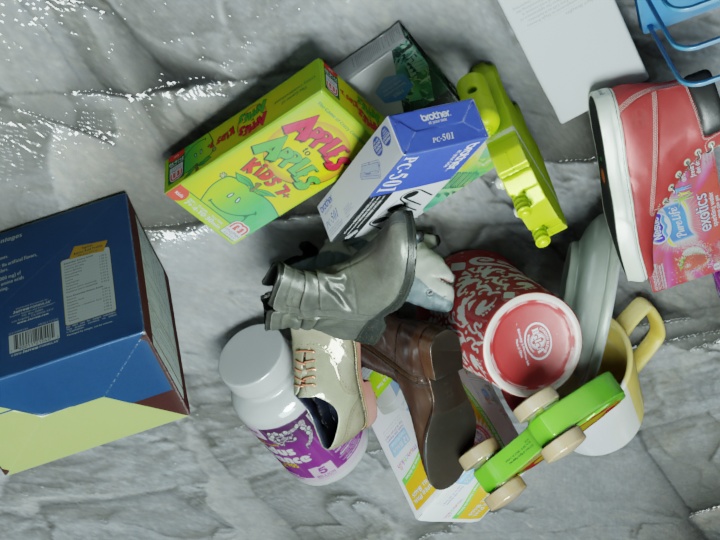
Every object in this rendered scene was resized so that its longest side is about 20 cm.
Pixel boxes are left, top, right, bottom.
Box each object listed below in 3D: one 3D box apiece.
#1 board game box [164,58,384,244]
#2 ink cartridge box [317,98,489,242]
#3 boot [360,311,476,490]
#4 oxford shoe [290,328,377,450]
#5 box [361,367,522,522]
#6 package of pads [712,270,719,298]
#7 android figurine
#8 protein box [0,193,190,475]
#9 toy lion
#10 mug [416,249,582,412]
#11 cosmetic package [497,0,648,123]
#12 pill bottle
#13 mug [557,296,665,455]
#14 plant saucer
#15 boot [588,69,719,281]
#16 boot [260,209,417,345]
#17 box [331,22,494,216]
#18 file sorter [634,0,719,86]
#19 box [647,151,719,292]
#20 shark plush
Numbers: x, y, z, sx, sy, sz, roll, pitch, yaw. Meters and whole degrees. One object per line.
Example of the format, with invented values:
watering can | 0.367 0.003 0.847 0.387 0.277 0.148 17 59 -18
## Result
board game box | -0.084 -0.112 1.478 0.199 0.048 0.101 -30 132 25
ink cartridge box | 0.036 -0.092 1.453 0.094 0.044 0.200 -14 163 -27
boot | 0.041 0.121 1.651 0.064 0.200 0.188 -10 107 -31
oxford shoe | -0.042 0.099 1.627 0.071 0.074 0.201 -4 116 43
box | 0.090 0.171 1.719 0.101 0.201 0.113 9 132 -40
package of pads | 0.452 0.027 1.748 0.075 0.121 0.200 -22 135 7
android figurine | 0.149 -0.109 1.479 0.041 0.201 0.182 -24 137 14
protein box | -0.293 0.061 1.518 0.197 0.201 0.135 -18 135 2
toy lion | 0.208 0.160 1.576 0.191 0.069 0.200 -26 164 -35
mug | 0.166 0.070 1.617 0.177 0.200 0.134 38 89 -16
cosmetic package | 0.192 -0.245 1.451 0.101 0.074 0.200 -26 136 9
pill bottle | -0.078 0.150 1.725 0.112 0.113 0.200 -26 134 10
mug | 0.284 0.139 1.799 0.186 0.150 0.153 -21 143 14
plant saucer | 0.243 0.024 1.649 0.050 0.201 0.201 10 133 3
boot | 0.308 -0.091 1.492 0.143 0.072 0.201 -10 110 -1
boot | -0.025 0.010 1.511 0.130 0.068 0.200 7 142 -16
box | 0.038 -0.140 1.533 0.144 0.036 0.200 -33 133 17
file sorter | 0.327 -0.290 1.409 0.138 0.123 0.200 -19 135 4
box | 0.325 -0.086 1.620 0.095 0.100 0.200 -19 135 3
shark plush | 0.000 0.000 1.607 0.199 0.084 0.091 1 178 4
